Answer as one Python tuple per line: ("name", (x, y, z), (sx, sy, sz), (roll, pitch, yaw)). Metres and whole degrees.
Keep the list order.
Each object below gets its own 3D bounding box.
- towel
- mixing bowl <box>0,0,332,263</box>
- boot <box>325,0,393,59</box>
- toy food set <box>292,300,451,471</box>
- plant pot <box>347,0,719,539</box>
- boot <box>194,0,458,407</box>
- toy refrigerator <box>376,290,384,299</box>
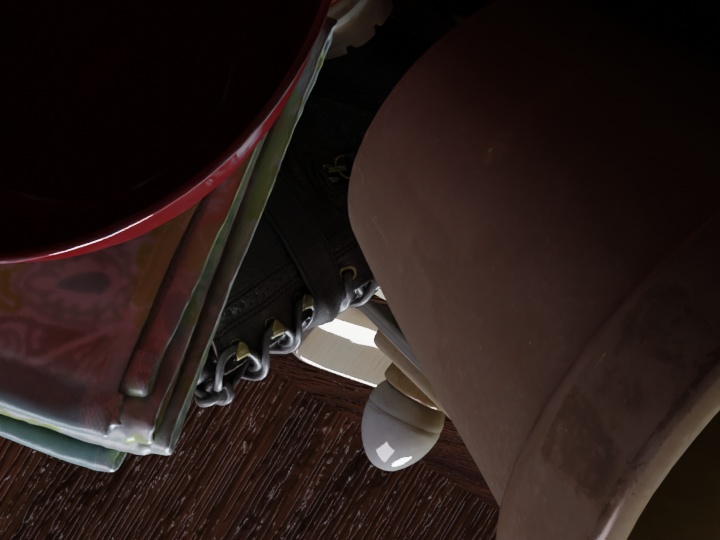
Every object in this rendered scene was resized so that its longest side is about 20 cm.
("towel", (-0.126, -0.041, 0.863), (0.200, 0.171, 0.048), (19, 163, 11))
("mixing bowl", (-0.095, -0.084, 0.790), (0.200, 0.200, 0.108), (29, 169, 14))
("boot", (-0.087, -0.144, 0.922), (0.200, 0.075, 0.107), (18, 163, 30))
("toy food set", (0.072, 0.086, 1.025), (0.143, 0.060, 0.200), (21, -165, -37))
("plant pot", (0.088, 0.005, 0.832), (0.175, 0.200, 0.200), (46, -179, 29))
("boot", (0.000, 0.000, 0.931), (0.200, 0.174, 0.069), (50, 142, 7))
("toy refrigerator", (0.092, 0.011, 1.196), (0.200, 0.076, 0.070), (29, 173, 18))
